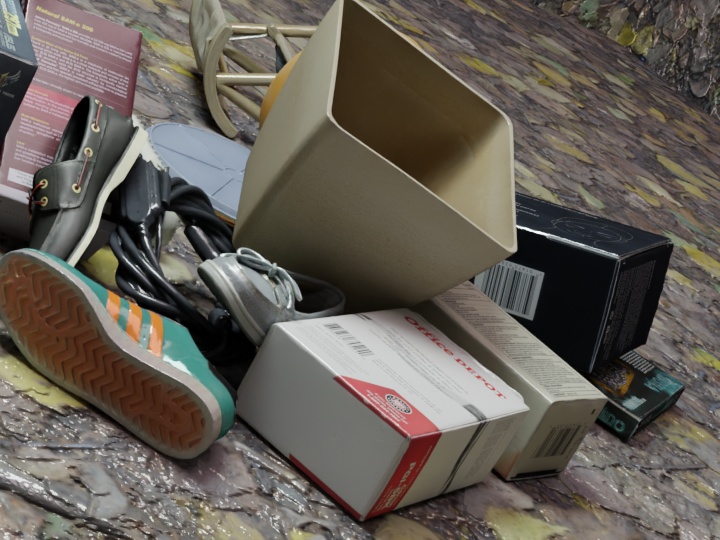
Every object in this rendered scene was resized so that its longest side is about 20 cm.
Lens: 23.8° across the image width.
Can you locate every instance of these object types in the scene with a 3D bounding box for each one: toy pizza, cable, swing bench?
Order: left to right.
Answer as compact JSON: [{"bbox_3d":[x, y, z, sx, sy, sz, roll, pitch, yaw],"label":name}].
[{"bbox_3d":[-0.139,0.005,1.371,0.163,0.051,0.201,48,19,-42],"label":"cable"},{"bbox_3d":[-0.130,-0.082,1.697,0.199,0.032,0.200,27,19,-10],"label":"toy pizza"},{"bbox_3d":[-0.106,-0.227,1.974,0.199,0.130,0.199,17,22,-18],"label":"swing bench"}]

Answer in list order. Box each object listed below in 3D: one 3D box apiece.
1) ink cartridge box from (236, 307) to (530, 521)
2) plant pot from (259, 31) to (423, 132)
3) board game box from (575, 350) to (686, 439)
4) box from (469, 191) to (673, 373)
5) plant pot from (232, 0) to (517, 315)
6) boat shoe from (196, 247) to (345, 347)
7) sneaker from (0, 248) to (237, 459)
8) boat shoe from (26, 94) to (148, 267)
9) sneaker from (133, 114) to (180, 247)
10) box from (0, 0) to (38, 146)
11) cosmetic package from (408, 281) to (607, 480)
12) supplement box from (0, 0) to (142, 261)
[{"bbox_3d":[0.019,0.107,1.335,0.147,0.083,0.200,38,21,25],"label":"ink cartridge box"},{"bbox_3d":[0.016,-0.118,1.781,0.199,0.200,0.184,14,36,-39],"label":"plant pot"},{"bbox_3d":[0.253,0.109,1.769,0.135,0.028,0.200,35,18,17],"label":"board game box"},{"bbox_3d":[0.185,0.004,1.723,0.199,0.125,0.196,18,15,23],"label":"box"},{"bbox_3d":[-0.001,-0.075,1.456,0.200,0.177,0.200,35,33,-22],"label":"plant pot"},{"bbox_3d":[-0.067,0.019,1.333,0.075,0.065,0.202,50,5,23],"label":"boat shoe"},{"bbox_3d":[-0.173,0.055,1.217,0.200,0.071,0.080,40,18,6],"label":"sneaker"},{"bbox_3d":[-0.227,-0.049,1.301,0.063,0.074,0.202,36,49,-19],"label":"boat shoe"},{"bbox_3d":[-0.237,-0.098,1.516,0.099,0.070,0.200,11,25,-39],"label":"sneaker"},{"bbox_3d":[-0.319,-0.140,1.364,0.051,0.158,0.200,19,20,-26],"label":"box"},{"bbox_3d":[0.105,0.088,1.507,0.200,0.088,0.103,42,23,32],"label":"cosmetic package"},{"bbox_3d":[-0.248,-0.121,1.405,0.108,0.061,0.201,20,58,-27],"label":"supplement box"}]
